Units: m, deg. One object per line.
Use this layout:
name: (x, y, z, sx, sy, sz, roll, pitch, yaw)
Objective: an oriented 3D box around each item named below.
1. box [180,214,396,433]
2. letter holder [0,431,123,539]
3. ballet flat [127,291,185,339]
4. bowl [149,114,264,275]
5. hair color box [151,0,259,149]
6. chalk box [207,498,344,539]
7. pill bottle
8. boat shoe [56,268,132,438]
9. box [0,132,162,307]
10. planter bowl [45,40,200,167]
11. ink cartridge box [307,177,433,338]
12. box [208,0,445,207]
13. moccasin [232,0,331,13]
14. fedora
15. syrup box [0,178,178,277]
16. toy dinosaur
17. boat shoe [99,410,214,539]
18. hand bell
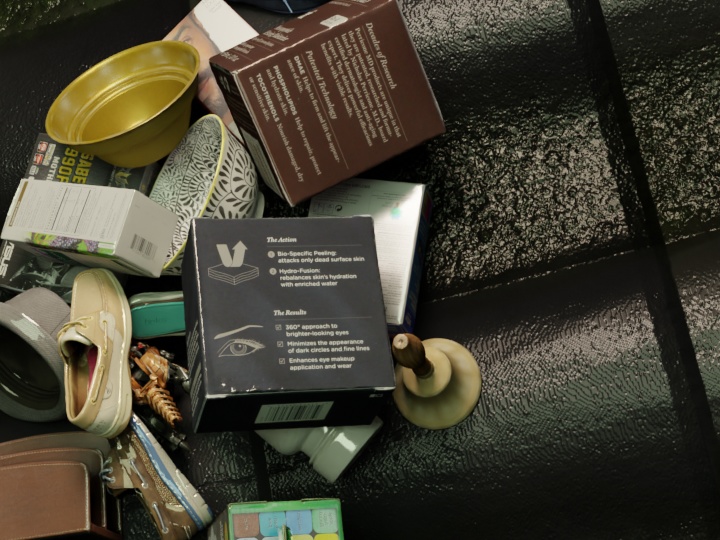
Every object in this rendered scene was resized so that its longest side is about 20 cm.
box: (-0.080, 0.055, 1.503, 0.195, 0.118, 0.202, -1, 65, -14)
letter holder: (-0.385, 0.250, 1.654, 0.198, 0.101, 0.143, -10, 70, 11)
ballet flat: (-0.182, 0.045, 1.674, 0.198, 0.069, 0.070, 0, 72, -14)
bowl: (-0.173, -0.072, 1.683, 0.201, 0.094, 0.202, -42, 36, 40)
hair color box: (-0.148, -0.233, 1.759, 0.111, 0.064, 0.200, -45, 68, -2)
chalk box: (-0.083, 0.308, 1.494, 0.123, 0.200, 0.125, 0, 72, -15)
pill bottle: (-0.077, 0.137, 1.595, 0.200, 0.114, 0.115, 40, 86, 7)
boat shoe: (-0.296, 0.082, 1.580, 0.073, 0.069, 0.201, -30, 58, 31)
box: (-0.347, -0.056, 1.761, 0.157, 0.048, 0.202, 13, 77, 17)
planter bowl: (-0.265, -0.181, 1.707, 0.199, 0.084, 0.201, -16, 37, 13)
ink cartridge box: (0.000, 0.000, 1.646, 0.135, 0.076, 0.202, 6, 74, 15)
box: (-0.040, -0.197, 1.617, 0.199, 0.166, 0.165, -27, 109, -9)
moccasin: (-0.121, -0.362, 1.786, 0.198, 0.068, 0.081, 2, 74, 14)
fedora: (-0.383, 0.086, 1.683, 0.177, 0.200, 0.090, 45, 53, -8)
syrup box: (-0.311, -0.049, 1.648, 0.199, 0.079, 0.082, 7, 73, 38)
toy dinosaur: (-0.233, 0.137, 1.626, 0.102, 0.136, 0.200, -36, 26, 17)
boat shoe: (-0.251, 0.220, 1.602, 0.072, 0.072, 0.200, -39, 77, -19)
hand bell: (0.065, 0.099, 1.536, 0.103, 0.200, 0.105, -4, 72, 12)
